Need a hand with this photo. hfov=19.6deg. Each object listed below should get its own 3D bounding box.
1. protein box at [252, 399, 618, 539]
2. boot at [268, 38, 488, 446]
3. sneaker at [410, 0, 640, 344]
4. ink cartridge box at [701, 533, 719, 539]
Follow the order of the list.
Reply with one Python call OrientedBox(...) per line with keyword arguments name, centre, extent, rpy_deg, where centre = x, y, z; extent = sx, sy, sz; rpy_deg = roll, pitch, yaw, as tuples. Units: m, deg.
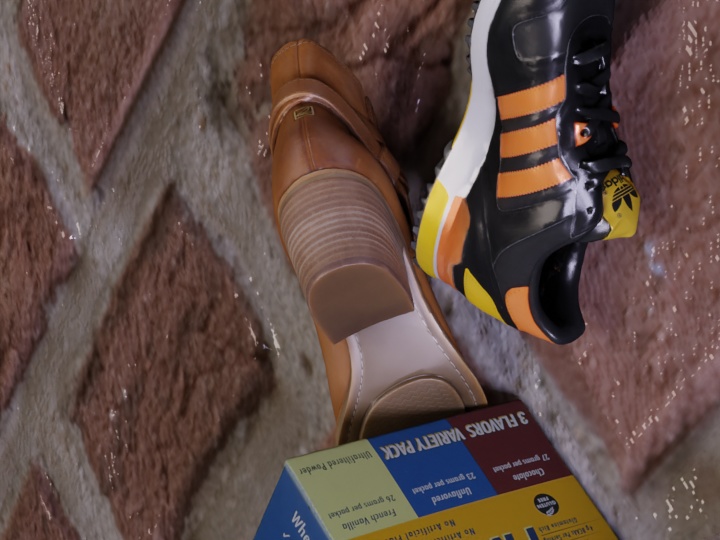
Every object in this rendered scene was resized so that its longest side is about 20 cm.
OrientedBox(name="protein box", centre=(0.038, 0.207, 0.955), extent=(0.199, 0.135, 0.200), rpy_deg=(56, 141, 31))
OrientedBox(name="boot", centre=(0.000, 0.000, 0.999), extent=(0.200, 0.077, 0.155), rpy_deg=(60, -167, -47))
OrientedBox(name="sneaker", centre=(0.089, -0.059, 0.870), extent=(0.090, 0.070, 0.200), rpy_deg=(37, 132, 26))
OrientedBox(name="ink cartridge box", centre=(0.209, 0.159, 0.742), extent=(0.200, 0.067, 0.117), rpy_deg=(5, 104, 58))
